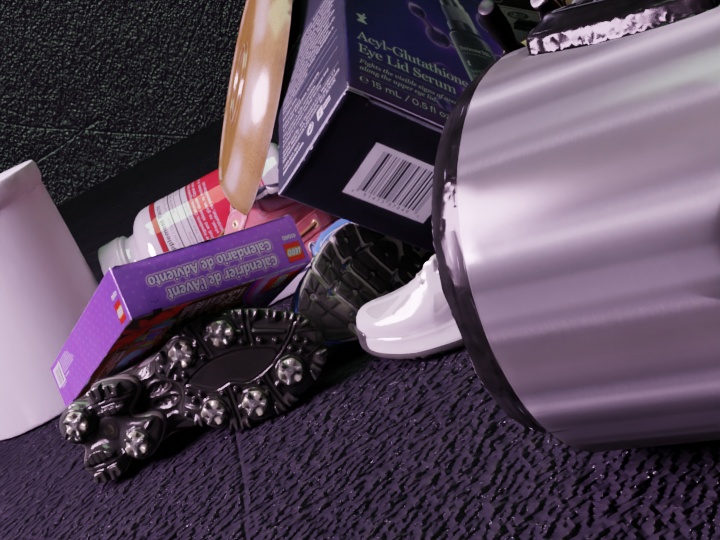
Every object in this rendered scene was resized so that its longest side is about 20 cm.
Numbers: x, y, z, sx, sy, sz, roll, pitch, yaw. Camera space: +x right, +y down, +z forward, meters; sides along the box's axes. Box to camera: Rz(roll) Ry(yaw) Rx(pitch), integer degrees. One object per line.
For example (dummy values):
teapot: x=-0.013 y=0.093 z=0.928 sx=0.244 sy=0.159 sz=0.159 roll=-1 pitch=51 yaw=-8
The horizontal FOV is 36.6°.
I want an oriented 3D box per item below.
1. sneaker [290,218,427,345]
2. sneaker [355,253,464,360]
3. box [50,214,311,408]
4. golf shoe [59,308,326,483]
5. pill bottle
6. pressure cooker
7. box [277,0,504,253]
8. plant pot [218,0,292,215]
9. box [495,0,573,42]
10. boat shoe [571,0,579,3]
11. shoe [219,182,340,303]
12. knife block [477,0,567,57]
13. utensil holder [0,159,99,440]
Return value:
sneaker: x=0.000 y=0.000 z=0.805 sx=0.089 sy=0.079 sz=0.200 roll=-37 pitch=7 yaw=37
sneaker: x=0.069 y=-0.026 z=0.659 sx=0.198 sy=0.117 sz=0.076 roll=-21 pitch=16 yaw=23
box: x=-0.133 y=0.034 z=0.773 sx=0.135 sy=0.040 sz=0.200 roll=-20 pitch=-13 yaw=-32
golf shoe: x=-0.110 y=0.070 z=0.740 sx=0.197 sy=0.078 sz=0.088 roll=-23 pitch=9 yaw=16
pill bottle: x=-0.143 y=-0.029 z=1.038 sx=0.197 sy=0.114 sz=0.112 roll=-27 pitch=15 yaw=1
pressure cooker: x=0.149 y=-0.025 z=0.417 sx=0.198 sy=0.178 sz=0.179 roll=-13 pitch=51 yaw=40
box: x=0.024 y=-0.132 z=0.788 sx=0.105 sy=0.146 sz=0.202 roll=-51 pitch=31 yaw=39
plant pot: x=-0.087 y=-0.147 z=0.869 sx=0.027 sy=0.204 sz=0.200 roll=10 pitch=10 yaw=-12
box: x=0.199 y=-0.228 z=0.944 sx=0.196 sy=0.061 sz=0.117 roll=11 pitch=-2 yaw=1
boat shoe: x=0.190 y=-0.189 z=0.849 sx=0.071 sy=0.201 sz=0.068 roll=-20 pitch=57 yaw=-14
shoe: x=-0.106 y=-0.011 z=0.957 sx=0.197 sy=0.092 sz=0.072 roll=-26 pitch=15 yaw=6
knife block: x=0.144 y=-0.138 z=0.776 sx=0.063 sy=0.178 sz=0.200 roll=-20 pitch=16 yaw=19
utensil holder: x=-0.327 y=0.028 z=1.000 sx=0.168 sy=0.203 sz=0.170 roll=-24 pitch=15 yaw=7
